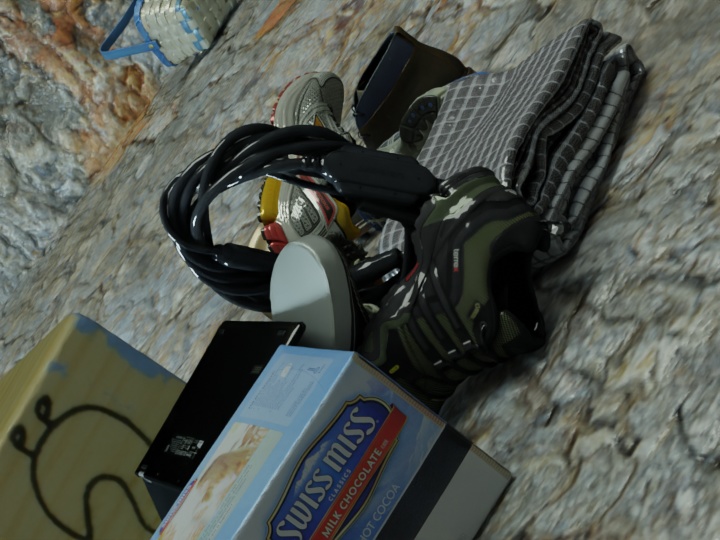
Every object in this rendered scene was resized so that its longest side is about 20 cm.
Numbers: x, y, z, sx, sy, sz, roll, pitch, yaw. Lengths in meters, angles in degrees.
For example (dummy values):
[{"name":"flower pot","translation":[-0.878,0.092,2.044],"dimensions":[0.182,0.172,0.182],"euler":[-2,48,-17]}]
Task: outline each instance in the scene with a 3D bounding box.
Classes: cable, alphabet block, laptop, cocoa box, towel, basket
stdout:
[{"name":"cable","translation":[-0.037,-0.028,1.353],"dimensions":[0.163,0.199,0.051],"euler":[113,159,-50]},{"name":"alphabet block","translation":[-0.228,0.187,1.619],"dimensions":[0.196,0.195,0.201],"euler":[-40,21,54]},{"name":"laptop","translation":[-0.072,0.148,1.373],"dimensions":[0.201,0.116,0.187],"euler":[-61,17,-11]},{"name":"cocoa box","translation":[-0.033,0.161,1.215],"dimensions":[0.200,0.131,0.133],"euler":[-56,18,-13]},{"name":"towel","translation":[0.105,-0.077,1.438],"dimensions":[0.165,0.085,0.201],"euler":[-33,25,51]},{"name":"basket","translation":[-0.317,-0.414,3.310],"dimensions":[0.199,0.139,0.177],"euler":[0,47,33]}]

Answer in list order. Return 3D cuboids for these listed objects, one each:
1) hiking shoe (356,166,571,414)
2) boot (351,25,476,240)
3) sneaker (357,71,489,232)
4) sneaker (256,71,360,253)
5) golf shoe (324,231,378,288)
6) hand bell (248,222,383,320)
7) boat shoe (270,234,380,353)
[{"name":"hiking shoe","translation":[0.064,0.040,1.304],"dimensions":[0.101,0.076,0.201],"euler":[35,116,37]},{"name":"boot","translation":[0.013,-0.118,1.780],"dimensions":[0.200,0.097,0.075],"euler":[-50,15,9]},{"name":"sneaker","translation":[0.059,-0.096,1.669],"dimensions":[0.085,0.077,0.200],"euler":[-40,-1,-38]},{"name":"sneaker","translation":[-0.026,-0.085,1.645],"dimensions":[0.082,0.078,0.201],"euler":[-12,46,18]},{"name":"golf shoe","translation":[-0.048,0.062,1.534],"dimensions":[0.088,0.077,0.201],"euler":[-22,43,49]},{"name":"hand bell","translation":[0.000,0.000,1.626],"dimensions":[0.200,0.104,0.104],"euler":[5,58,58]},{"name":"boat shoe","translation":[-0.015,0.049,1.368],"dimensions":[0.064,0.201,0.071],"euler":[-29,48,-26]}]
